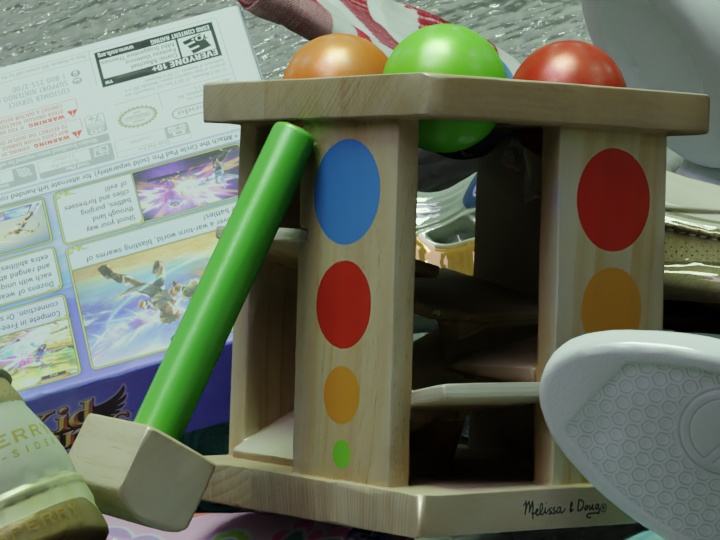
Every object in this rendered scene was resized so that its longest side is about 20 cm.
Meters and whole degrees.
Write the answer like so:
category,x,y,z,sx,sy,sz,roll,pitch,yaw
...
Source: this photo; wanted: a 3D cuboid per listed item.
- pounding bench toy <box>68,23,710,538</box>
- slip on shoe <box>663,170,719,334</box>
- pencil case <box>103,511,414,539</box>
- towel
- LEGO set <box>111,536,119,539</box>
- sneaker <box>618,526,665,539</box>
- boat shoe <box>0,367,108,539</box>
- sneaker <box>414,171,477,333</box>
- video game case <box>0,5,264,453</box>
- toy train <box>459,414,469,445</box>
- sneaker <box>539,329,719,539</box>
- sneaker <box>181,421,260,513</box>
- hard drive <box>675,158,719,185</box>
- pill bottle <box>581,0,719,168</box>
category,x,y,z,sx,sy,sz,roll,pitch,yaw
pounding bench toy,0.000,0.000,0.783,0.199,0.158,0.124,0,2,-39
slip on shoe,0.155,0.013,0.857,0.198,0.076,0.061,16,64,12
pencil case,-0.069,0.126,0.842,0.199,0.088,0.088,-3,35,31
towel,0.017,-0.102,1.070,0.023,0.199,0.144,-59,28,13
LEGO set,-0.097,0.173,0.701,0.199,0.155,0.116,-27,-9,-20
sneaker,0.048,0.141,0.756,0.199,0.074,0.082,-23,25,-26
boat shoe,-0.141,0.088,0.764,0.073,0.063,0.201,-21,-10,-31
sneaker,0.024,0.005,0.977,0.198,0.088,0.076,-4,65,17
video game case,-0.119,-0.006,0.927,0.198,0.046,0.182,-15,45,-4
toy train,0.117,0.058,0.877,0.199,0.034,0.046,-1,32,32
sneaker,0.154,0.045,0.768,0.198,0.071,0.099,14,30,1
sneaker,-0.061,0.073,0.960,0.080,0.077,0.200,-51,32,-7
hard drive,0.214,-0.066,1.021,0.131,0.027,0.200,1,37,36
pill bottle,0.197,-0.136,1.006,0.199,0.111,0.111,-32,31,-16
